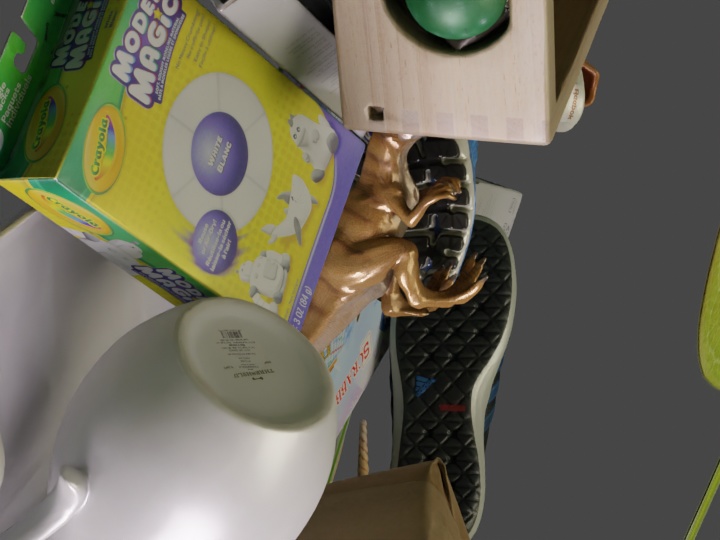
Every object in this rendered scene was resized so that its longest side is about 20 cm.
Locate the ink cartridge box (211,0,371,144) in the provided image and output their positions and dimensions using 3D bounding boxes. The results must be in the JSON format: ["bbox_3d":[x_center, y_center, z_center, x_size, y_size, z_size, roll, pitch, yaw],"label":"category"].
[{"bbox_3d":[-0.035,-0.130,1.082,0.037,0.095,0.200,-34,153,8],"label":"ink cartridge box"}]

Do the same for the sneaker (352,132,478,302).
[{"bbox_3d":[0.042,-0.076,1.210,0.089,0.078,0.201,-9,105,-66],"label":"sneaker"}]

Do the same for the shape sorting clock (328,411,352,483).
[{"bbox_3d":[-0.053,0.095,1.307,0.200,0.039,0.201,8,90,-69],"label":"shape sorting clock"}]

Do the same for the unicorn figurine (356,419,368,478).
[{"bbox_3d":[-0.022,0.206,1.300,0.200,0.074,0.137,-44,141,-1],"label":"unicorn figurine"}]

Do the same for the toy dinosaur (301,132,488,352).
[{"bbox_3d":[0.000,0.000,1.132,0.201,0.106,0.060,-63,-160,13],"label":"toy dinosaur"}]

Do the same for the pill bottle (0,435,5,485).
[{"bbox_3d":[-0.198,0.017,0.833,0.114,0.113,0.201,-53,152,-34],"label":"pill bottle"}]

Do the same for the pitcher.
[{"bbox_3d":[-0.111,0.111,1.011,0.171,0.121,0.200,-8,143,-47],"label":"pitcher"}]

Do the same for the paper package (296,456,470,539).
[{"bbox_3d":[-0.021,0.218,1.196,0.104,0.199,0.191,-80,153,-58],"label":"paper package"}]

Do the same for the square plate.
[{"bbox_3d":[-0.148,0.036,1.067,0.198,0.028,0.201,-46,147,-42],"label":"square plate"}]

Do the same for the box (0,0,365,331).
[{"bbox_3d":[-0.086,-0.058,1.017,0.200,0.048,0.118,36,65,-41],"label":"box"}]

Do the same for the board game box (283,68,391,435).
[{"bbox_3d":[-0.028,-0.006,1.222,0.200,0.041,0.200,-57,149,-46],"label":"board game box"}]

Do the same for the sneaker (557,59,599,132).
[{"bbox_3d":[0.094,-0.122,1.404,0.200,0.084,0.073,-21,129,-59],"label":"sneaker"}]

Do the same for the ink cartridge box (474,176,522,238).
[{"bbox_3d":[0.059,-0.013,1.429,0.200,0.039,0.100,4,106,-78],"label":"ink cartridge box"}]

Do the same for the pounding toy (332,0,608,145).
[{"bbox_3d":[0.028,-0.169,1.014,0.200,0.141,0.185,-63,154,-52],"label":"pounding toy"}]

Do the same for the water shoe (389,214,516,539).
[{"bbox_3d":[0.047,0.067,1.314,0.079,0.071,0.201,102,-3,-81],"label":"water shoe"}]
